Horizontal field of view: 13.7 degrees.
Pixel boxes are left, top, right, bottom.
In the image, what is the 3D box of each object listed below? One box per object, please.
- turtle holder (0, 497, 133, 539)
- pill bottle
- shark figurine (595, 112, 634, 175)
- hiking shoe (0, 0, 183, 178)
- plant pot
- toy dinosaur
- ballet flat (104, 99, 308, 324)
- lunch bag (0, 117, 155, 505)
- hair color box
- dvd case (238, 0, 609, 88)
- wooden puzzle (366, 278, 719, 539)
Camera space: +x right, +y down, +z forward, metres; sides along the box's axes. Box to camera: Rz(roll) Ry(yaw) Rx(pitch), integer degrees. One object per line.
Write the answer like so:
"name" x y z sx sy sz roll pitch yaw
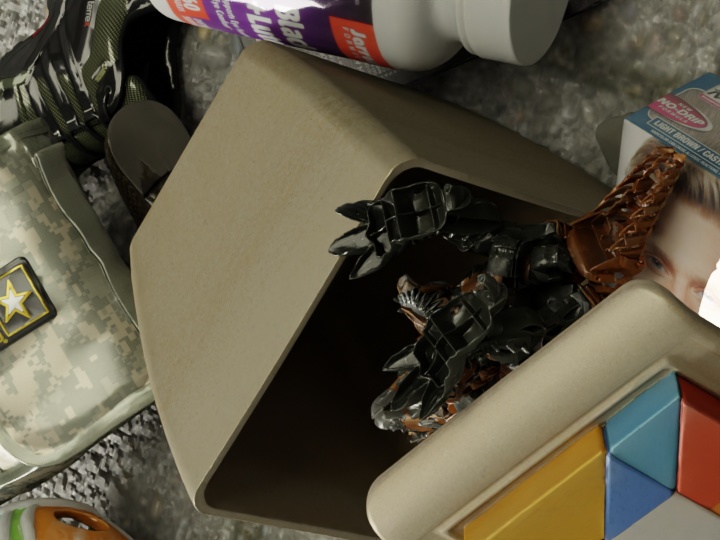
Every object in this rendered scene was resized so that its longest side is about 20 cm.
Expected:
"turtle holder" -0.172 0.209 1.635 0.186 0.140 0.132 100 162 -56
"pill bottle" 0.000 -0.160 1.476 0.199 0.111 0.112 14 95 23
"shark figurine" 0.197 -0.081 1.381 0.214 0.089 0.129 -43 63 30
"hiking shoe" -0.152 -0.092 1.666 0.101 0.076 0.201 38 109 38
"plant pot" 0.000 0.000 1.472 0.200 0.199 0.177 -58 44 18
"toy dinosaur" 0.065 0.007 1.327 0.102 0.135 0.201 47 118 39
"ballet flat" -0.081 0.001 1.610 0.067 0.046 0.201 -28 82 -12
"lunch bag" -0.189 0.028 1.609 0.200 0.117 0.165 -35 85 48
"hair color box" 0.162 0.023 1.356 0.100 0.060 0.201 35 138 35
"dvd case" 0.016 -0.171 1.538 0.199 0.016 0.149 -22 87 25
"wooden puzzle" 0.132 0.106 1.310 0.185 0.200 0.037 -39 32 30
